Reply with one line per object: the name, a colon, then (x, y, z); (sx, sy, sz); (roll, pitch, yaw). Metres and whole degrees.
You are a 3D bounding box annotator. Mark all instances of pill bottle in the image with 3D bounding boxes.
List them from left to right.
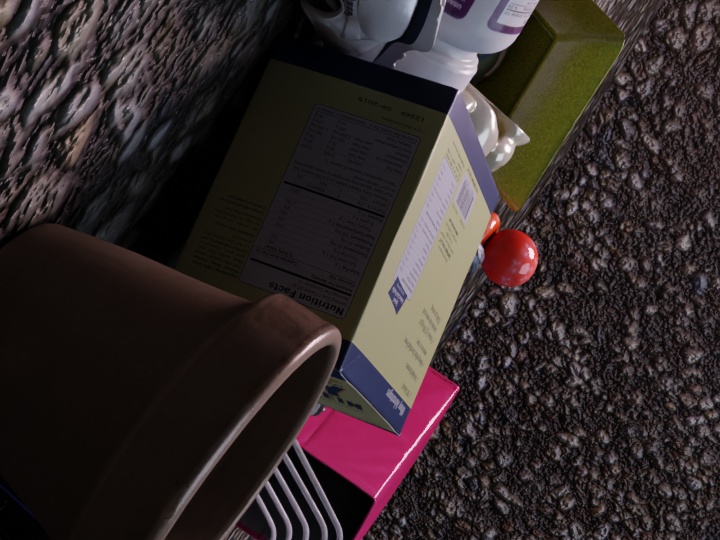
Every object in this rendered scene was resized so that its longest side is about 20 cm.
pill bottle: (0.086, -0.230, 1.071); (0.200, 0.112, 0.112); (-59, 170, 24)

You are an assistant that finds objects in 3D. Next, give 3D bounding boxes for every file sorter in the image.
file sorter: (-0.118, 0.212, 1.255); (0.138, 0.125, 0.200); (-29, -178, -22)

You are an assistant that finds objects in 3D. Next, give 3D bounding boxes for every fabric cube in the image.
fabric cube: (-0.043, 0.189, 1.658); (0.199, 0.200, 0.197); (-49, 169, -42)

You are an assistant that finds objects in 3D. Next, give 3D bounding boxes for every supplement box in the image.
supplement box: (-0.012, -0.018, 1.027); (0.201, 0.134, 0.200); (-66, 161, -12)

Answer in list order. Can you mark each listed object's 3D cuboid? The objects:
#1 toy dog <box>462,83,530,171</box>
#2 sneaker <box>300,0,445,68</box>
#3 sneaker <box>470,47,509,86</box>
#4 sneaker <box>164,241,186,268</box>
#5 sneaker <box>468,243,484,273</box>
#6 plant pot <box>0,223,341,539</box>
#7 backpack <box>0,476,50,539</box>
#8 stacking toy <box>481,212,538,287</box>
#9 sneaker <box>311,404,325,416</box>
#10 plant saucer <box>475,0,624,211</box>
toy dog: (0.037, -0.076, 1.258); (0.200, 0.139, 0.194); (-48, -167, 10)
sneaker: (-0.002, -0.176, 0.969); (0.200, 0.080, 0.077); (167, -65, -76)
sneaker: (0.101, -0.232, 1.330); (0.090, 0.067, 0.200); (-22, 160, -38)
sneaker: (-0.140, 0.053, 1.129); (0.105, 0.075, 0.201); (-125, -139, -57)
sneaker: (0.000, 0.000, 1.166); (0.078, 0.199, 0.087); (62, 36, -49)
plant pot: (-0.135, 0.066, 0.809); (0.200, 0.174, 0.200); (-52, 171, -12)
backpack: (-0.191, 0.214, 0.980); (0.135, 0.200, 0.183); (-40, 162, -57)
stacking toy: (0.081, -0.053, 1.402); (0.085, 0.200, 0.085); (-52, 171, -12)
sneaker: (-0.058, 0.036, 1.431); (0.066, 0.090, 0.201); (-168, -89, -71)
plant saucer: (0.143, -0.194, 1.416); (0.048, 0.200, 0.200); (13, 121, -32)
